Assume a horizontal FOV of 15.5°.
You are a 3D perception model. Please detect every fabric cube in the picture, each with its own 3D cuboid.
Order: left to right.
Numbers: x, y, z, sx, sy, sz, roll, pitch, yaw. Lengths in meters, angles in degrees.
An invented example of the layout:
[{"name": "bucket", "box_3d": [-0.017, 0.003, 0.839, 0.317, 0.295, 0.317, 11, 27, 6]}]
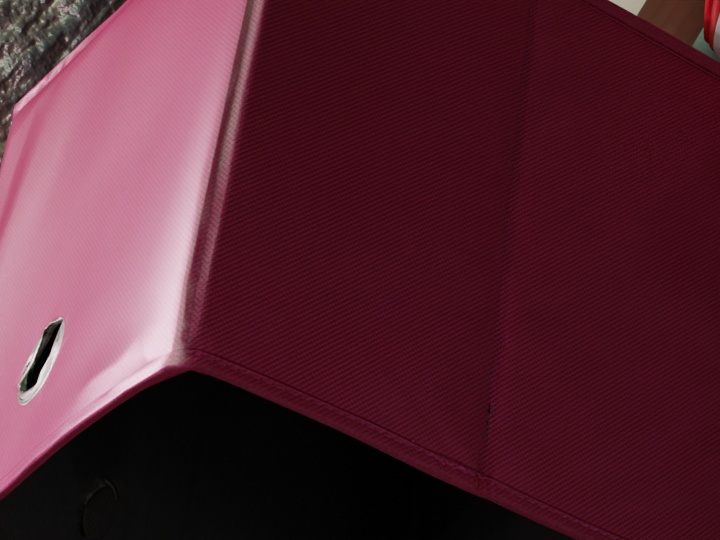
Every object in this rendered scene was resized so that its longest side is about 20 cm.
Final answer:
[{"name": "fabric cube", "box_3d": [-0.007, 0.021, 0.841, 0.196, 0.199, 0.201, -37, 35, 47]}]

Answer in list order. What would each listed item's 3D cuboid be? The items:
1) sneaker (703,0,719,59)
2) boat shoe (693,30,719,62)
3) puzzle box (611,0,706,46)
[{"name": "sneaker", "box_3d": [0.183, -0.099, 0.866, 0.200, 0.115, 0.079, -40, 13, 48]}, {"name": "boat shoe", "box_3d": [0.119, -0.065, 1.078, 0.199, 0.071, 0.070, -33, 2, 14]}, {"name": "puzzle box", "box_3d": [0.068, -0.063, 1.009, 0.200, 0.025, 0.133, -36, 17, 53]}]
